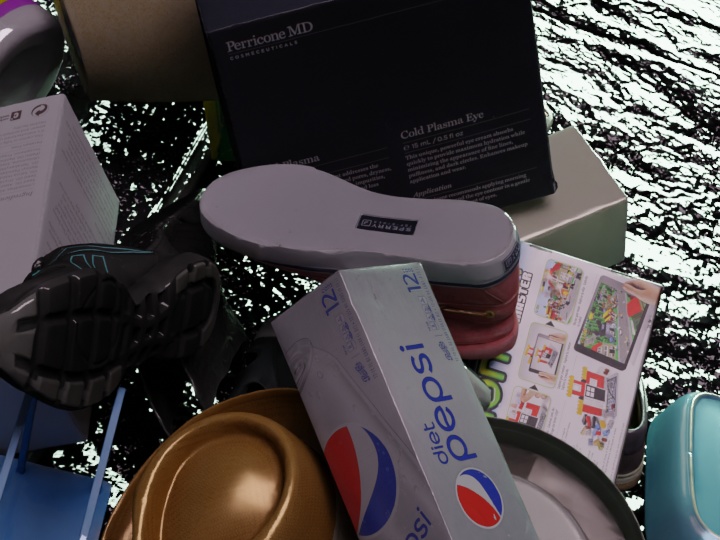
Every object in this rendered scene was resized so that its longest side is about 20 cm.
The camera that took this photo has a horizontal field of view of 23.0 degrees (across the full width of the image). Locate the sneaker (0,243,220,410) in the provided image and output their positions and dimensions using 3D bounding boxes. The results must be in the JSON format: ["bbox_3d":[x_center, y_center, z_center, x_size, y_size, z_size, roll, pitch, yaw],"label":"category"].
[{"bbox_3d":[-0.152,0.026,0.953,0.079,0.076,0.200,14,9,22],"label":"sneaker"}]

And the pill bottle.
[{"bbox_3d":[-0.307,-0.180,1.211,0.199,0.105,0.104,35,46,13],"label":"pill bottle"}]

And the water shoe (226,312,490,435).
[{"bbox_3d":[-0.003,0.078,1.048,0.071,0.199,0.079,42,69,-31],"label":"water shoe"}]

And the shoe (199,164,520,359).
[{"bbox_3d":[0.000,0.000,1.059,0.198,0.092,0.072,9,47,17],"label":"shoe"}]

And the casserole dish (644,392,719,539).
[{"bbox_3d":[0.243,0.145,1.129,0.120,0.039,0.201,21,34,-4],"label":"casserole dish"}]

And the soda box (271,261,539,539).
[{"bbox_3d":[0.028,0.099,0.933,0.068,0.063,0.201,-6,67,-47],"label":"soda box"}]

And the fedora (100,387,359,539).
[{"bbox_3d":[-0.071,0.143,0.953,0.199,0.082,0.202,-10,58,15],"label":"fedora"}]

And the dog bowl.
[{"bbox_3d":[0.062,0.185,0.989,0.198,0.059,0.202,-3,60,5],"label":"dog bowl"}]

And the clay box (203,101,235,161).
[{"bbox_3d":[-0.064,-0.165,1.326,0.114,0.048,0.201,2,48,-17],"label":"clay box"}]

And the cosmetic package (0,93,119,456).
[{"bbox_3d":[-0.203,0.001,1.070,0.071,0.102,0.201,-11,45,11],"label":"cosmetic package"}]

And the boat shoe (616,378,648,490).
[{"bbox_3d":[0.152,0.051,1.189,0.071,0.065,0.201,4,48,-18],"label":"boat shoe"}]

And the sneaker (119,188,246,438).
[{"bbox_3d":[-0.112,0.022,1.122,0.105,0.060,0.200,59,14,-11],"label":"sneaker"}]

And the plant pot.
[{"bbox_3d":[-0.105,-0.192,1.202,0.198,0.188,0.188,-19,55,-10],"label":"plant pot"}]

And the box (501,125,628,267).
[{"bbox_3d":[0.074,-0.017,1.178,0.198,0.069,0.082,-21,51,-11],"label":"box"}]

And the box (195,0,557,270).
[{"bbox_3d":[0.009,-0.123,1.115,0.198,0.183,0.105,-14,40,-4],"label":"box"}]

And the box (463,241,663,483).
[{"bbox_3d":[0.110,0.090,1.090,0.109,0.035,0.202,17,75,-3],"label":"box"}]

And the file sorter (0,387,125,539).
[{"bbox_3d":[-0.236,0.116,0.947,0.198,0.123,0.140,15,44,-6],"label":"file sorter"}]

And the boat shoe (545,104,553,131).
[{"bbox_3d":[0.058,-0.069,1.266,0.199,0.072,0.076,-26,69,-36],"label":"boat shoe"}]
